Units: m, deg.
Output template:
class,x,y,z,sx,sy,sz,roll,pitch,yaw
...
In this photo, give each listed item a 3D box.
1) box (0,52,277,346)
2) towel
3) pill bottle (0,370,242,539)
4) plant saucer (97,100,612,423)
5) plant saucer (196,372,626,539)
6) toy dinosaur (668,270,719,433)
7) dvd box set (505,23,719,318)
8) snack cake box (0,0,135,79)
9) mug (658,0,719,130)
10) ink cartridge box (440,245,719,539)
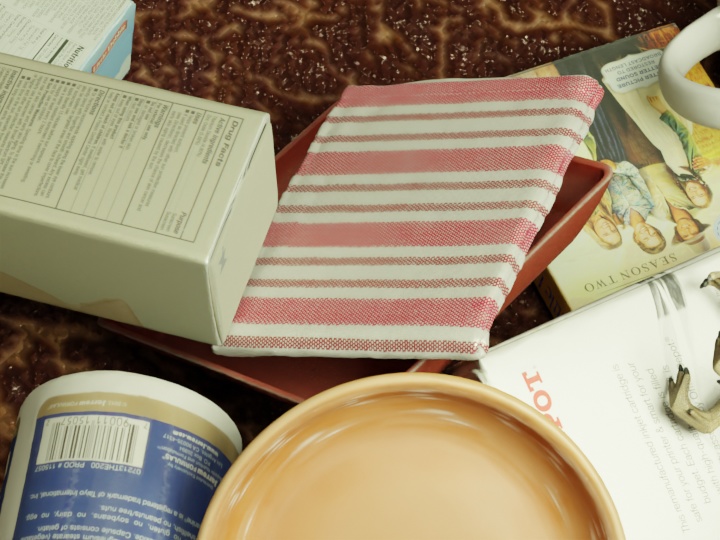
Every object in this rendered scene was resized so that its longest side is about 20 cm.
class,x,y,z,sx,sy,sz,roll,pitch,yaw
box,-0.148,-0.041,1.214,0.200,0.078,0.095,15,58,11
towel,0.027,-0.025,1.249,0.146,0.030,0.200,0,44,30
pill bottle,-0.121,0.157,1.174,0.111,0.111,0.200,9,59,-2
plant saucer,0.000,0.000,1.281,0.199,0.037,0.200,18,51,43
plant saucer,0.022,0.144,1.152,0.200,0.037,0.200,0,94,-6
toy dinosaur,0.202,0.060,1.191,0.101,0.058,0.200,20,74,-15
dvd box set,0.152,-0.032,1.369,0.146,0.029,0.200,-18,63,-17
snack cake box,-0.217,-0.081,1.329,0.115,0.067,0.200,29,60,8
mug,0.254,-0.129,1.360,0.200,0.148,0.175,-26,32,-15
ink cartridge box,0.157,0.076,1.249,0.200,0.086,0.147,-22,87,-18
